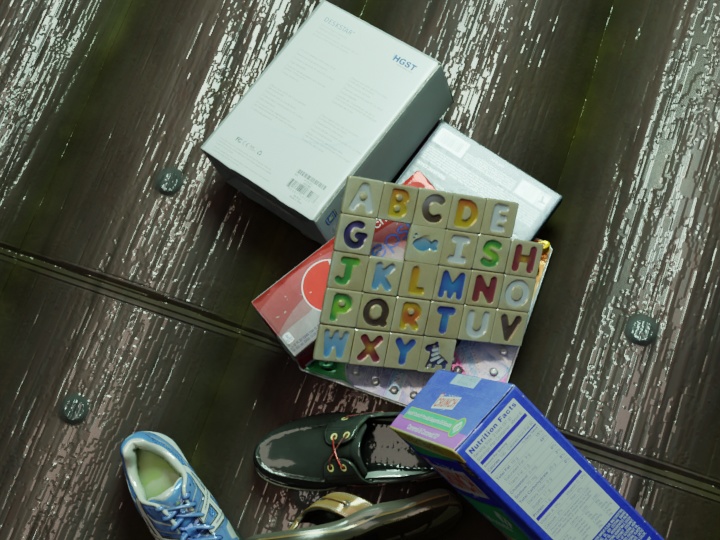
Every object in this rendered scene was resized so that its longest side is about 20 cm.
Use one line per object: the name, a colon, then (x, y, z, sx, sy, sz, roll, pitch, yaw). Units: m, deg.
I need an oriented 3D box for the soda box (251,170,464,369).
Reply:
soda box: (0.000, 0.000, 1.107, 0.200, 0.063, 0.070, -38, 74, -6)

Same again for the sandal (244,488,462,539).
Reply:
sandal: (-0.009, 0.225, 1.080, 0.199, 0.082, 0.055, -18, 55, 2)

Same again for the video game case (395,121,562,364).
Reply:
video game case: (0.079, -0.029, 1.150, 0.143, 0.019, 0.200, 34, 81, 15)

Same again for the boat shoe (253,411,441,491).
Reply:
boat shoe: (-0.004, 0.164, 1.105, 0.201, 0.063, 0.074, -3, 75, 7)

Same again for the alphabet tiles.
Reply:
alphabet tiles: (0.066, 0.011, 1.080, 0.199, 0.008, 0.168, 8, 101, -19)

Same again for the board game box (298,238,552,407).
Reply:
board game box: (0.062, 0.032, 1.156, 0.199, 0.026, 0.200, 18, 76, 11)

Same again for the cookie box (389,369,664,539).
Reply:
cookie box: (0.137, 0.179, 0.993, 0.200, 0.171, 0.075, 46, 79, -10)

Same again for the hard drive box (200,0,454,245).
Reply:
hard drive box: (-0.031, -0.144, 1.179, 0.156, 0.077, 0.200, 34, 80, 26)

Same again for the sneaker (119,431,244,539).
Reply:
sneaker: (-0.163, 0.232, 1.092, 0.076, 0.077, 0.200, -38, 75, -8)
